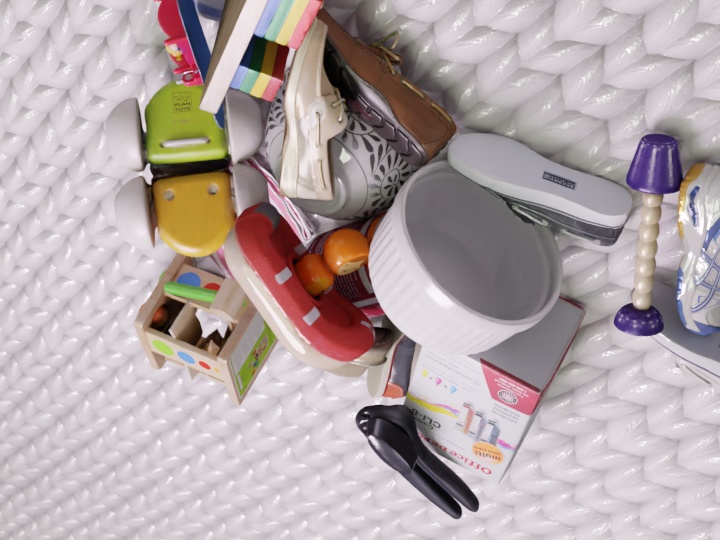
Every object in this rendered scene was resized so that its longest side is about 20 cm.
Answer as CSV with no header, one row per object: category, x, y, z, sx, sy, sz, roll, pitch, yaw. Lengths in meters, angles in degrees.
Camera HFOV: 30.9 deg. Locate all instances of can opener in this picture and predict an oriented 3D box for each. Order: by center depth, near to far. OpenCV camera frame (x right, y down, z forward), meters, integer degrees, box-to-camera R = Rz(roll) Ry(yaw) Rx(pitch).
can opener,0.064,0.226,1.515,0.063,0.079,0.200,-17,128,38

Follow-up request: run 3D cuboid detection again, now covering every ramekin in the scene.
ramekin,0.103,-0.006,1.369,0.200,0.200,0.105,39,137,-4

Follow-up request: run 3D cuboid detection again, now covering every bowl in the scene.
bowl,-0.035,-0.123,1.437,0.200,0.094,0.201,18,137,18

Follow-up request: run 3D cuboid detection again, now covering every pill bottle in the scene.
pill bottle,0.000,0.000,1.515,0.200,0.113,0.113,-15,119,47

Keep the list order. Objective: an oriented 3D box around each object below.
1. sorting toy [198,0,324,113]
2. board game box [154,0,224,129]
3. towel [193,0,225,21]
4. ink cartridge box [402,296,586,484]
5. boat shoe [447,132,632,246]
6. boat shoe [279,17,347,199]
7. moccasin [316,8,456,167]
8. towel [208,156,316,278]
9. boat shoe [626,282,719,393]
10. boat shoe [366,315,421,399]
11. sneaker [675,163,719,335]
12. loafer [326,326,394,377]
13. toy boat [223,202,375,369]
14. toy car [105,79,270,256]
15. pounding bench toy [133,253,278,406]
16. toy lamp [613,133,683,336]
sorting toy,-0.080,-0.277,1.255,0.069,0.199,0.200,18,144,-13
board game box,-0.187,-0.238,1.348,0.039,0.158,0.201,-15,125,2
towel,-0.202,-0.364,1.373,0.146,0.024,0.200,22,138,14
ink cartridge box,0.147,0.118,1.506,0.145,0.145,0.200,26,141,11
boat shoe,0.180,-0.080,1.354,0.199,0.072,0.068,20,137,7
boat shoe,-0.043,-0.162,1.320,0.065,0.072,0.201,8,122,1
moccasin,0.017,-0.200,1.345,0.201,0.078,0.074,41,156,1
towel,-0.159,-0.066,1.629,0.146,0.030,0.200,49,139,-15
boat shoe,0.366,0.087,1.386,0.199,0.072,0.066,29,143,2
boat shoe,0.061,0.078,1.592,0.062,0.071,0.201,3,127,-18
sneaker,0.362,-0.010,1.284,0.088,0.075,0.201,10,134,26
loafer,-0.010,0.098,1.590,0.075,0.069,0.200,6,-177,-13
toy boat,-0.045,0.004,1.399,0.130,0.131,0.200,-32,102,15
toy car,-0.195,-0.116,1.502,0.174,0.150,0.201,-7,92,-3
pounding bench toy,-0.206,0.052,1.670,0.155,0.124,0.200,21,152,16
toy lamp,0.286,-0.036,1.295,0.058,0.058,0.201,14,117,24
